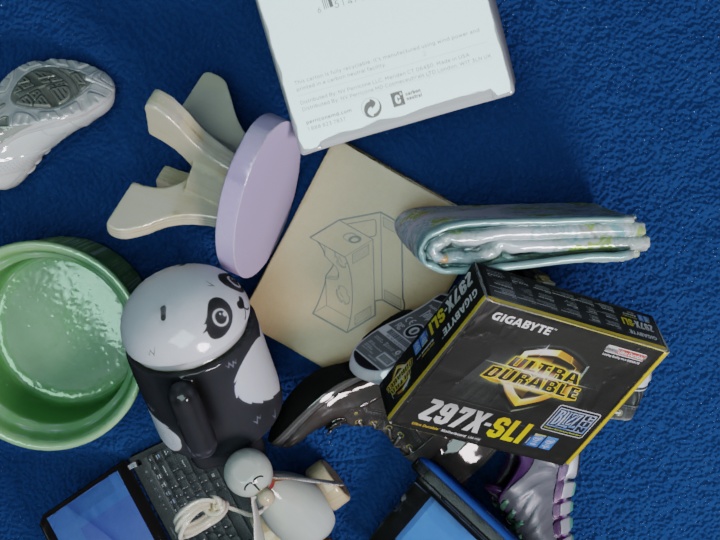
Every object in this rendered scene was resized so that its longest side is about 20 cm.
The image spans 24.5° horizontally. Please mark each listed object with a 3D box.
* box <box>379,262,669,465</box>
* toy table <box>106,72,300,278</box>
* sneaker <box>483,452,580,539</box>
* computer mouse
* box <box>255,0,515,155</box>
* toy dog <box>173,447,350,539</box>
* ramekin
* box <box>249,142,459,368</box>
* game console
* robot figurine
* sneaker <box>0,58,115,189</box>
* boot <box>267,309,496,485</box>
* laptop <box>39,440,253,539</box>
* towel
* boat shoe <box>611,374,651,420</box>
[{"bbox_3d":[0.139,0.085,1.428,0.199,0.049,0.160,17,128,-29],"label":"box"},{"bbox_3d":[-0.134,-0.084,1.495,0.117,0.184,0.200,25,144,10],"label":"toy table"},{"bbox_3d":[0.153,0.236,1.553,0.087,0.074,0.201,5,84,-14],"label":"sneaker"},{"bbox_3d":[0.080,0.053,1.490,0.200,0.110,0.044,-30,123,-14],"label":"computer mouse"},{"bbox_3d":[0.020,-0.228,1.466,0.198,0.131,0.201,-15,99,10],"label":"box"},{"bbox_3d":[-0.065,0.228,1.530,0.132,0.200,0.096,-50,64,19],"label":"toy dog"},{"bbox_3d":[-0.290,0.062,1.579,0.199,0.098,0.201,1,101,7],"label":"ramekin"},{"bbox_3d":[0.000,0.000,1.567,0.163,0.021,0.200,29,104,-1],"label":"box"},{"bbox_3d":[0.097,0.278,1.492,0.200,0.171,0.118,42,89,13],"label":"game console"},{"bbox_3d":[-0.140,0.088,1.496,0.125,0.150,0.201,-32,128,-21],"label":"robot figurine"},{"bbox_3d":[-0.322,-0.129,1.564,0.199,0.099,0.078,-24,60,-8],"label":"sneaker"},{"bbox_3d":[0.034,0.152,1.556,0.200,0.069,0.174,-36,108,4],"label":"boot"},{"bbox_3d":[-0.173,0.260,1.600,0.199,0.103,0.178,-25,97,11],"label":"laptop"},{"bbox_3d":[0.137,-0.030,1.454,0.199,0.171,0.048,-1,96,-5],"label":"towel"},{"bbox_3d":[0.171,0.106,1.529,0.199,0.072,0.071,8,105,-8],"label":"boat shoe"}]
